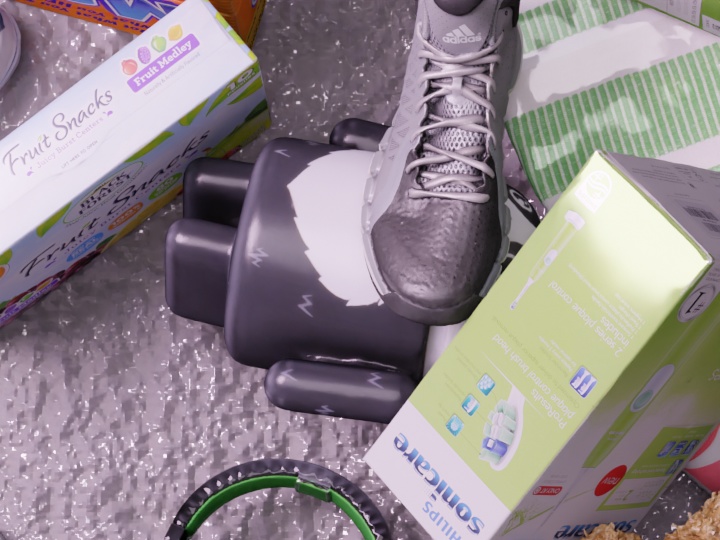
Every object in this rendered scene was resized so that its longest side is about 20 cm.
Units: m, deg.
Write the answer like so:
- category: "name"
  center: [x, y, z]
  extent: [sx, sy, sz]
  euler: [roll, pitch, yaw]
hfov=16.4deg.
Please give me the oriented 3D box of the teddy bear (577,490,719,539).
- category: "teddy bear"
  center: [0.185, 0.164, 1.266]
  extent: [0.199, 0.145, 0.067]
  euler: [-18, 39, -5]

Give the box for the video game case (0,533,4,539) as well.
- category: "video game case"
  center: [-0.239, 0.259, 1.303]
  extent: [0.200, 0.024, 0.182]
  euler: [-29, 79, -3]

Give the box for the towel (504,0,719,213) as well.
- category: "towel"
  center: [0.136, -0.126, 1.298]
  extent: [0.152, 0.023, 0.201]
  euler: [-21, 81, 3]

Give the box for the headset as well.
- category: "headset"
  center: [-0.055, 0.197, 1.275]
  extent: [0.123, 0.094, 0.201]
  euler: [19, 66, 7]

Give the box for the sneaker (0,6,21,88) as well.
- category: "sneaker"
  center: [-0.263, -0.074, 1.342]
  extent: [0.073, 0.071, 0.200]
  euler: [36, 82, 8]

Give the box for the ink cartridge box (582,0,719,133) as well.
- category: "ink cartridge box"
  center: [0.202, -0.121, 1.340]
  extent: [0.116, 0.067, 0.200]
  euler: [-37, 80, -5]

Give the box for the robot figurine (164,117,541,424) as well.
- category: "robot figurine"
  center: [0.000, -0.002, 1.293]
  extent: [0.199, 0.125, 0.151]
  euler: [11, 93, 4]

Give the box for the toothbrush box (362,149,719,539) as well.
- category: "toothbrush box"
  center: [0.119, 0.048, 1.226]
  extent: [0.086, 0.145, 0.200]
  euler: [48, 112, 27]

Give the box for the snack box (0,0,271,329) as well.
- category: "snack box"
  center: [-0.142, -0.051, 1.298]
  extent: [0.200, 0.142, 0.053]
  euler: [-38, 80, -5]

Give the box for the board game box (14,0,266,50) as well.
- category: "board game box"
  center: [-0.131, -0.251, 1.307]
  extent: [0.199, 0.200, 0.201]
  euler: [16, 80, 5]

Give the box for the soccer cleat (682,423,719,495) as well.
- category: "soccer cleat"
  center: [0.241, 0.038, 1.315]
  extent: [0.200, 0.067, 0.077]
  euler: [-36, 96, -5]

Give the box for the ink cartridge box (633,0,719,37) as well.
- category: "ink cartridge box"
  center: [0.138, -0.224, 1.264]
  extent: [0.199, 0.076, 0.148]
  euler: [24, 85, 9]

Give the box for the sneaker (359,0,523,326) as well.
- category: "sneaker"
  center: [0.040, -0.081, 1.204]
  extent: [0.075, 0.116, 0.201]
  euler: [5, 58, 4]
